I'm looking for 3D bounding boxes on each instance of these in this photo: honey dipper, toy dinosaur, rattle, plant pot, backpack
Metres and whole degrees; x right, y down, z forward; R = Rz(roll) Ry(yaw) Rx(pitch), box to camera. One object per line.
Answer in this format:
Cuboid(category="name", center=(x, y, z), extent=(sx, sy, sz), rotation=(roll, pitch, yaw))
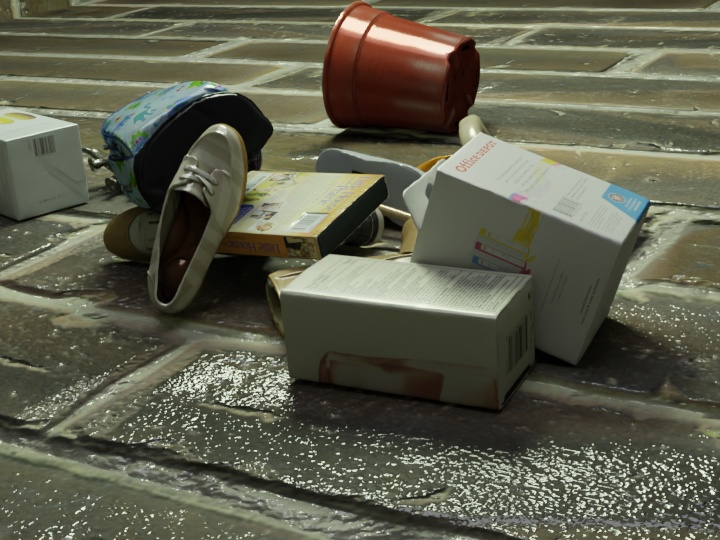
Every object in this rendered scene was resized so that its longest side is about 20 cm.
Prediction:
Cuboid(category="honey dipper", center=(0.055, -0.062, 1.398), extent=(0.199, 0.038, 0.038), rotation=(18, 29, 33))
Cuboid(category="toy dinosaur", center=(-0.316, -0.141, 1.683), extent=(0.198, 0.078, 0.102), rotation=(-1, 8, 24))
Cuboid(category="rattle", center=(0.123, -0.083, 1.419), extent=(0.142, 0.131, 0.201), rotation=(-14, 46, 5))
Cuboid(category="plant pot", center=(0.072, -0.304, 1.874), extent=(0.194, 0.203, 0.201), rotation=(14, 26, 23))
Cuboid(category="backpack", center=(-0.208, -0.137, 1.339), extent=(0.163, 0.154, 0.200), rotation=(-40, 5, -15))

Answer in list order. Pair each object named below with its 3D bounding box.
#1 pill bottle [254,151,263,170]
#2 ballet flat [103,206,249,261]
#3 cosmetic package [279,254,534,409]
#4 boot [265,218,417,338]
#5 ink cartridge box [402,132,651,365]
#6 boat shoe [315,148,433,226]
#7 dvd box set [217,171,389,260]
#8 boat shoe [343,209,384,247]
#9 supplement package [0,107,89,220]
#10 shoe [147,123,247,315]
Cuboid(category="pill bottle", center=(-0.196, -0.141, 1.571), extent=(0.111, 0.113, 0.200), rotation=(1, 20, 15))
Cuboid(category="ballet flat", center=(-0.201, -0.048, 1.369), extent=(0.198, 0.069, 0.063), rotation=(-3, -3, 3))
Cuboid(category="cosmetic package", center=(0.042, 0.050, 1.039), extent=(0.198, 0.088, 0.103), rotation=(7, 24, 26))
Cuboid(category="boot", center=(0.000, 0.000, 1.218), extent=(0.198, 0.067, 0.175), rotation=(-10, 20, -12))
Cuboid(category="ink cartridge box", center=(0.140, -0.029, 1.095), extent=(0.199, 0.126, 0.128), rotation=(24, 28, 16))
Cuboid(category="boat shoe", center=(0.038, -0.102, 1.475), extent=(0.199, 0.072, 0.070), rotation=(21, 16, 35))
Cuboid(category="dvd box set", center=(-0.088, -0.062, 1.280), extent=(0.199, 0.030, 0.146), rotation=(4, 32, 31))
Cuboid(category="boat shoe", center=(-0.070, -0.068, 1.395), extent=(0.199, 0.073, 0.063), rotation=(14, 12, 30))
Cuboid(category="supplement package", center=(-0.478, -0.150, 1.656), extent=(0.113, 0.111, 0.199), rotation=(-21, 26, -39))
Cuboid(category="shoe", center=(-0.164, -0.052, 1.205), extent=(0.069, 0.202, 0.053), rotation=(17, -2, 7))
